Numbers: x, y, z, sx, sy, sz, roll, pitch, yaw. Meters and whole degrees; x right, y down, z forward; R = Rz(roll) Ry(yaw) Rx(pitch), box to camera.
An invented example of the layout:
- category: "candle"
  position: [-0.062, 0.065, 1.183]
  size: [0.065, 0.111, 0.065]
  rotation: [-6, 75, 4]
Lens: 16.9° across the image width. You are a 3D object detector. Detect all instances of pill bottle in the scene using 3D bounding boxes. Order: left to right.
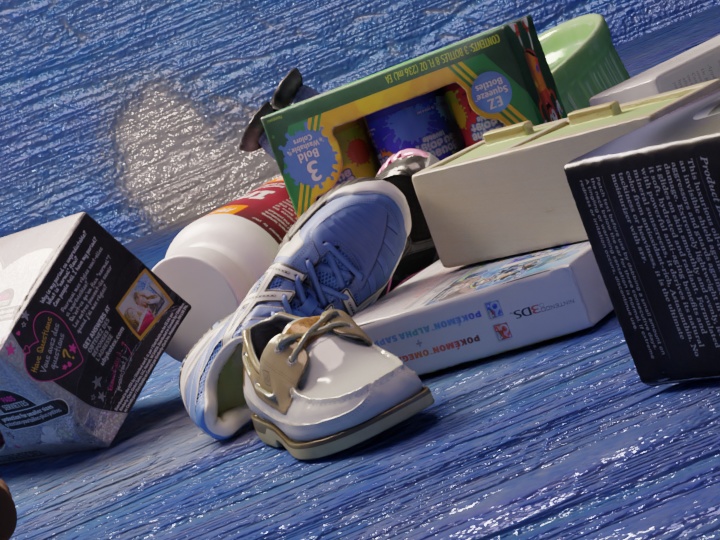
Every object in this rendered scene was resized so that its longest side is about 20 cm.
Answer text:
- category: "pill bottle"
  position: [-0.079, 0.001, 1.838]
  size: [0.112, 0.114, 0.200]
  rotation: [-18, 7, 30]

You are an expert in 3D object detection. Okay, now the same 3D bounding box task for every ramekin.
- category: "ramekin"
  position: [0.136, -0.110, 1.945]
  size: [0.199, 0.098, 0.200]
  rotation: [-33, 12, 8]

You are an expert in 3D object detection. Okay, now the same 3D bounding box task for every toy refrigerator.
- category: "toy refrigerator"
  position: [0.129, -0.059, 1.449]
  size: [0.076, 0.070, 0.199]
  rotation: [-27, 10, -41]

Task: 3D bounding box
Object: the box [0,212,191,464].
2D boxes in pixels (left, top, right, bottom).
- category: "box"
  position: [-0.241, 0.054, 1.745]
  size: [0.200, 0.115, 0.133]
  rotation: [-14, 40, 53]

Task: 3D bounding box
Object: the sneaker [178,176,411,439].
- category: "sneaker"
  position: [-0.036, 0.030, 1.513]
  size: [0.200, 0.076, 0.077]
  rotation: [-52, 14, 12]

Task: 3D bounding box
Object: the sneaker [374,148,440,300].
- category: "sneaker"
  position: [0.000, 0.000, 1.635]
  size: [0.095, 0.079, 0.200]
  rotation: [-40, -10, -46]

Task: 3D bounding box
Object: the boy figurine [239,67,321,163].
- category: "boy figurine"
  position: [0.011, -0.072, 1.838]
  size: [0.125, 0.199, 0.064]
  rotation: [-54, -3, -27]

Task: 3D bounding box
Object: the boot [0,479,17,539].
- category: "boot"
  position: [-0.295, 0.169, 1.399]
  size: [0.199, 0.074, 0.155]
  rotation: [-17, 2, -18]

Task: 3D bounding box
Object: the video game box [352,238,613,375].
- category: "video game box"
  position: [0.101, 0.007, 1.499]
  size: [0.181, 0.047, 0.200]
  rotation: [-20, 7, 34]

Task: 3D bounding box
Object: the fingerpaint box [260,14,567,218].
- category: "fingerpaint box"
  position: [0.052, -0.067, 1.727]
  size: [0.199, 0.168, 0.073]
  rotation: [-18, 5, 23]

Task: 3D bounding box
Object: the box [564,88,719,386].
- category: "box"
  position: [0.240, -0.043, 1.116]
  size: [0.199, 0.124, 0.198]
  rotation: [-26, 9, -30]

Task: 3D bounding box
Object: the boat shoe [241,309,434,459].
- category: "boat shoe"
  position: [-0.025, 0.060, 1.368]
  size: [0.074, 0.069, 0.200]
  rotation: [-25, 7, -23]

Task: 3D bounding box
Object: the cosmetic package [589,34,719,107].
- category: "cosmetic package"
  position: [0.262, -0.112, 1.697]
  size: [0.199, 0.102, 0.071]
  rotation: [-26, 7, -38]
